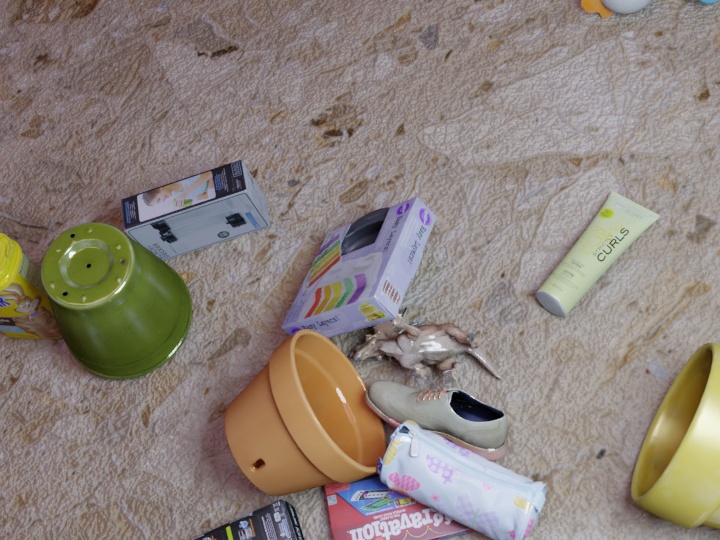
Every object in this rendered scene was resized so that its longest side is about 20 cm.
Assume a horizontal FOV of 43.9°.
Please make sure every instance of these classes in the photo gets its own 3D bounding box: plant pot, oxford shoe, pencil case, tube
[{"bbox_3d":[-0.079,0.194,1.141,0.140,0.200,0.201,-32,57,17],"label":"plant pot"},{"bbox_3d":[0.099,0.172,1.146,0.199,0.074,0.071,16,38,19],"label":"oxford shoe"},{"bbox_3d":[0.428,0.208,0.983,0.188,0.201,0.201,25,71,10],"label":"plant pot"},{"bbox_3d":[-0.362,0.030,1.279,0.199,0.193,0.201,-2,65,3],"label":"plant pot"},{"bbox_3d":[0.123,0.253,1.075,0.199,0.091,0.083,23,32,21],"label":"pencil case"},{"bbox_3d":[0.317,-0.025,1.216,0.058,0.052,0.200,47,74,-10],"label":"tube"}]

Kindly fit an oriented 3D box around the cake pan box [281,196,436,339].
[{"bbox_3d":[0.000,0.000,1.221,0.184,0.052,0.200,-16,36,41],"label":"cake pan box"}]

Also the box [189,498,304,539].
[{"bbox_3d":[-0.147,0.417,1.116,0.193,0.048,0.201,-26,59,4],"label":"box"}]

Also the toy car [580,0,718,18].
[{"bbox_3d":[0.424,-0.469,1.363,0.200,0.177,0.185,-32,47,13],"label":"toy car"}]

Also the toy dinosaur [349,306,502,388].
[{"bbox_3d":[0.092,0.097,1.202,0.199,0.136,0.086,8,95,-5],"label":"toy dinosaur"}]

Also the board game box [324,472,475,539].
[{"bbox_3d":[0.057,0.298,1.134,0.199,0.019,0.103,-16,61,7],"label":"board game box"}]

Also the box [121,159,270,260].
[{"bbox_3d":[-0.252,-0.088,1.379,0.199,0.117,0.060,-16,61,6],"label":"box"}]

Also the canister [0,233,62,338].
[{"bbox_3d":[-0.535,0.029,1.348,0.148,0.200,0.087,0,62,17],"label":"canister"}]
